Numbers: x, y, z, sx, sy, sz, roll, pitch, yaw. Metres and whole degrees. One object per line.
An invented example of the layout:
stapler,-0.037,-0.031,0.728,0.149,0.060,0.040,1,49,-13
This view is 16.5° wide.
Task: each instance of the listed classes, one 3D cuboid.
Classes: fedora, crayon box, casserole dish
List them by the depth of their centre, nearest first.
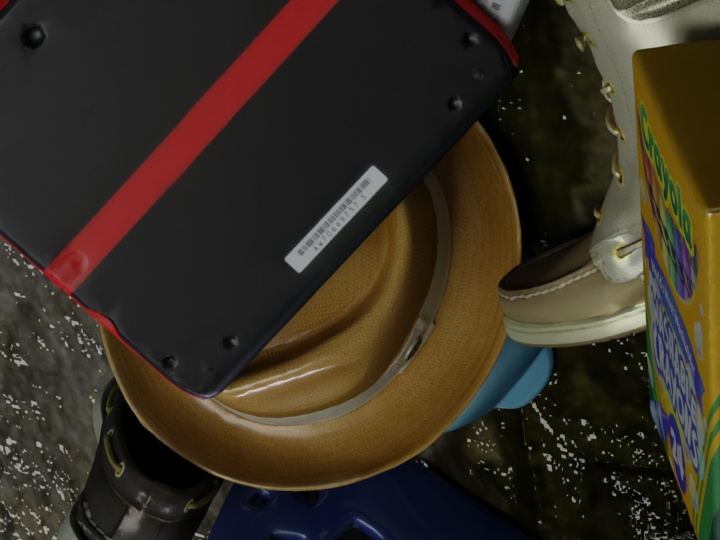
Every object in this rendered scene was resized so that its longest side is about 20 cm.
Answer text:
crayon box,0.138,0.003,0.908,0.051,0.126,0.201,-7,121,-2
fedora,-0.027,0.000,1.064,0.199,0.082,0.202,0,91,7
casserole dish,0.000,0.000,1.147,0.200,0.039,0.121,40,133,4

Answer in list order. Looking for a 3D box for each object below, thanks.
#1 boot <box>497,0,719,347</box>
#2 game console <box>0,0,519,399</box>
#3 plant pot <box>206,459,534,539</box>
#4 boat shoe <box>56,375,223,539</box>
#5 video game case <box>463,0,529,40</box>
boot,0.112,-0.061,1.007,0.199,0.072,0.155,-23,107,36
game console,-0.063,-0.070,0.989,0.177,0.031,0.200,40,102,-16
plant pot,-0.017,0.219,1.213,0.199,0.180,0.201,32,132,11
boat shoe,-0.089,0.079,1.168,0.071,0.201,0.061,30,114,-9
video game case,-0.006,-0.162,0.991,0.182,0.022,0.200,38,160,6
